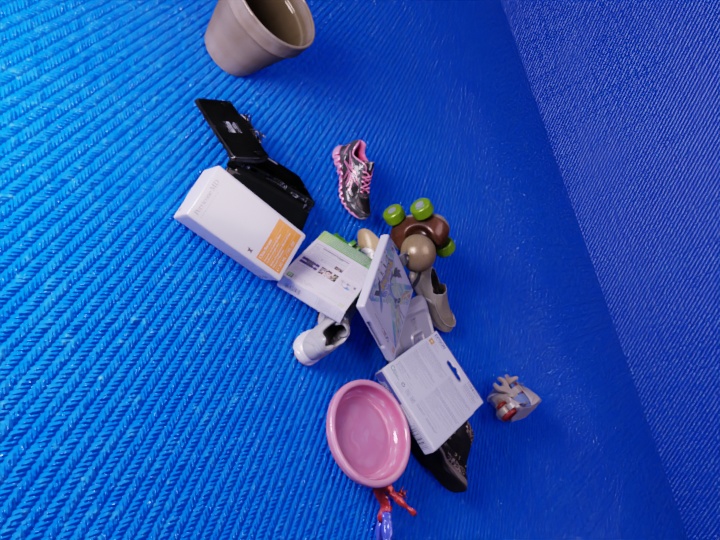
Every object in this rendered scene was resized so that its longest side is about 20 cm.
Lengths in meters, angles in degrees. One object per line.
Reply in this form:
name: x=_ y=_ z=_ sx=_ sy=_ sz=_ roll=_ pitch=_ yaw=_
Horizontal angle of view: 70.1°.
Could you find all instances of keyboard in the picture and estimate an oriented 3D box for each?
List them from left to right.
keyboard: x=-0.237 y=-0.255 z=0.969 sx=0.104 sy=0.040 sz=0.200 roll=-7 pitch=50 yaw=-38

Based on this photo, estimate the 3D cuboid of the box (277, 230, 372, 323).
box: x=-0.058 y=0.007 z=1.034 sx=0.144 sy=0.036 sz=0.200 roll=31 pitch=38 yaw=6

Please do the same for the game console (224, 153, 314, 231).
game console: x=-0.203 y=-0.149 z=1.018 sx=0.200 sy=0.116 sz=0.176 roll=27 pitch=22 yaw=-40

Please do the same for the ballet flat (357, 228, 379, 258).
ballet flat: x=0.043 y=-0.003 z=1.201 sx=0.063 sy=0.068 sz=0.200 roll=-42 pitch=104 yaw=-44

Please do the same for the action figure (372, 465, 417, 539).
action figure: x=0.067 y=0.480 z=0.976 sx=0.099 sy=0.065 sz=0.201 roll=17 pitch=58 yaw=-25

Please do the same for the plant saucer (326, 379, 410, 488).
plant saucer: x=0.010 y=0.315 z=0.992 sx=0.200 sy=0.051 sz=0.201 roll=24 pitch=50 yaw=-32

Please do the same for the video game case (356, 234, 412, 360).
video game case: x=0.058 y=0.057 z=1.091 sx=0.183 sy=0.022 sz=0.201 roll=63 pitch=35 yaw=-40

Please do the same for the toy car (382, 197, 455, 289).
toy car: x=0.127 y=-0.046 z=1.260 sx=0.164 sy=0.157 sz=0.200 roll=52 pitch=46 yaw=-34

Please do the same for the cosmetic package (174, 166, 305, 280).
cosmetic package: x=-0.206 y=-0.077 z=0.896 sx=0.200 sy=0.071 sz=0.102 roll=38 pitch=70 yaw=-31

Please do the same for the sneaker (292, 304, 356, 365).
sneaker: x=-0.045 y=0.111 z=1.014 sx=0.076 sy=0.092 sz=0.200 roll=56 pitch=38 yaw=-14

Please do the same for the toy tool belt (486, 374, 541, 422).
toy tool belt: x=0.408 y=0.355 z=1.437 sx=0.200 sy=0.125 sz=0.123 roll=11 pitch=32 yaw=-51

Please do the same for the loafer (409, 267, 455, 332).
loafer: x=0.200 y=0.074 z=1.346 sx=0.200 sy=0.068 sz=0.076 roll=57 pitch=39 yaw=-13

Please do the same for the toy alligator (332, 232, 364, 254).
toy alligator: x=0.000 y=0.000 z=1.155 sx=0.059 sy=0.054 sz=0.201 roll=-32 pitch=97 yaw=-52

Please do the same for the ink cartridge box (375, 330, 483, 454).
ink cartridge box: x=0.154 y=0.260 z=1.122 sx=0.200 sy=0.043 sz=0.197 roll=-25 pitch=79 yaw=-43

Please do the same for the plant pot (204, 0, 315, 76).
plant pot: x=-0.222 y=-0.495 z=1.045 sx=0.200 sy=0.173 sz=0.201 roll=25 pitch=54 yaw=-41

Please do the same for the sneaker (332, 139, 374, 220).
sneaker: x=-0.003 y=-0.223 z=1.234 sx=0.079 sy=0.095 sz=0.201 roll=-2 pitch=75 yaw=-52

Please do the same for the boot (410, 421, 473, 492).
boot: x=0.192 y=0.386 z=1.175 sx=0.200 sy=0.073 sz=0.151 roll=51 pitch=38 yaw=-14

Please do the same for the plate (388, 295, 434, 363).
plate: x=0.130 y=0.173 z=1.219 sx=0.199 sy=0.032 sz=0.201 roll=-17 pitch=94 yaw=-51
